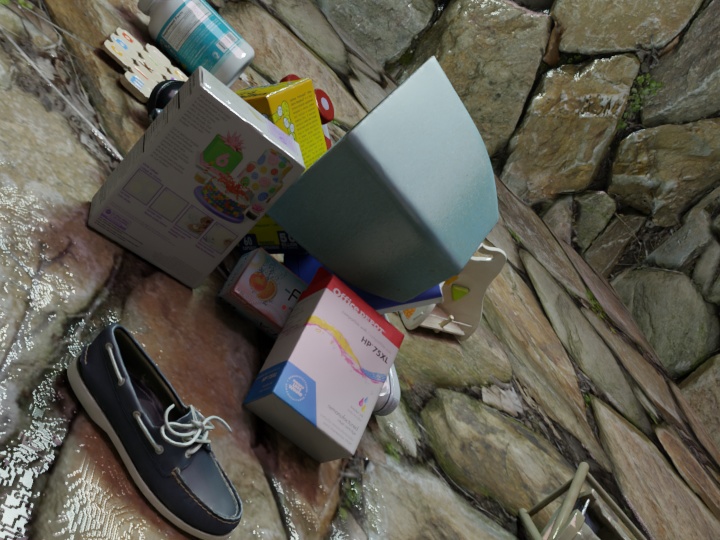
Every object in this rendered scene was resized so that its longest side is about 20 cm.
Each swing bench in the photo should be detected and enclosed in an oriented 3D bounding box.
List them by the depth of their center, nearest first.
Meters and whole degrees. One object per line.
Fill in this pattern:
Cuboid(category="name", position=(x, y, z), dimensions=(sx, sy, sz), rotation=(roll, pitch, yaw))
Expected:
Cuboid(category="swing bench", position=(0.307, 0.398, 1.048), dimensions=(0.199, 0.130, 0.200), rotation=(48, 20, 2))

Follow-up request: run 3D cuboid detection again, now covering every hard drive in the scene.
Cuboid(category="hard drive", position=(0.000, 0.000, 1.055), dimensions=(0.026, 0.196, 0.134), rotation=(72, 8, -56))

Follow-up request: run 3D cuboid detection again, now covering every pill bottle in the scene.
Cuboid(category="pill bottle", position=(-0.286, -0.405, 1.387), dimensions=(0.200, 0.111, 0.111), rotation=(44, 19, -9))

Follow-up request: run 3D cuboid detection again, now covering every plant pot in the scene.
Cuboid(category="plant pot", position=(0.047, -0.084, 0.945), dimensions=(0.201, 0.195, 0.197), rotation=(48, 50, -8))

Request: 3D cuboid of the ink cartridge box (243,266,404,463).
Cuboid(category="ink cartridge box", position=(-0.029, 0.092, 0.889), dimensions=(0.116, 0.067, 0.202), rotation=(40, 53, -18))

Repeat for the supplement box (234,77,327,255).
Cuboid(category="supplement box", position=(-0.112, -0.133, 1.047), dimensions=(0.109, 0.107, 0.203), rotation=(-41, 124, -54))

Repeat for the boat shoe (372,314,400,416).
Cuboid(category="boat shoe", position=(0.002, 0.096, 1.073), dimensions=(0.066, 0.073, 0.202), rotation=(33, 24, -39))

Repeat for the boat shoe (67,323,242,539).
Cuboid(category="boat shoe", position=(-0.161, 0.133, 0.675), dimensions=(0.201, 0.062, 0.075), rotation=(51, 18, 9))

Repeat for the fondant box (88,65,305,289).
Cuboid(category="fondant box", position=(-0.177, -0.094, 0.875), dimensions=(0.144, 0.200, 0.059), rotation=(35, 22, -30))

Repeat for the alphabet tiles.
Cuboid(category="alphabet tiles", position=(-0.312, -0.291, 1.254), dimensions=(0.195, 0.015, 0.201), rotation=(42, 20, -22))

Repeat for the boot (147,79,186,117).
Cuboid(category="boot", position=(-0.183, -0.217, 1.165), dimensions=(0.166, 0.078, 0.199), rotation=(14, 3, 30))

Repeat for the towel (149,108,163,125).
Cuboid(category="towel", position=(-0.196, -0.116, 1.026), dimensions=(0.199, 0.021, 0.150), rotation=(2, 87, -61))

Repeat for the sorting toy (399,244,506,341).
Cuboid(category="sorting toy", position=(0.169, 0.022, 1.413), dimensions=(0.199, 0.180, 0.108), rotation=(17, 34, -55))

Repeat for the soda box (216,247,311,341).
Cuboid(category="soda box", position=(-0.070, 0.061, 0.963), dimensions=(0.199, 0.064, 0.068), rotation=(40, -24, -18))

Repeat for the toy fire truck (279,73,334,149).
Cuboid(category="toy fire truck", position=(-0.119, -0.245, 1.469), dimensions=(0.199, 0.111, 0.171), rotation=(13, 62, -57))
